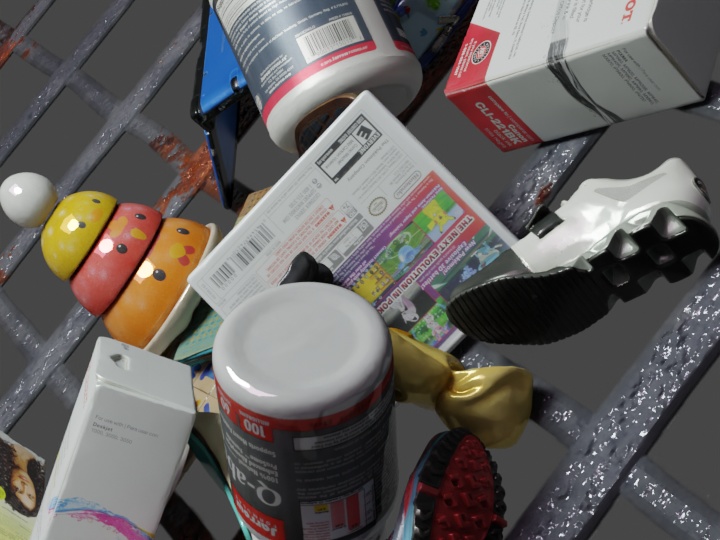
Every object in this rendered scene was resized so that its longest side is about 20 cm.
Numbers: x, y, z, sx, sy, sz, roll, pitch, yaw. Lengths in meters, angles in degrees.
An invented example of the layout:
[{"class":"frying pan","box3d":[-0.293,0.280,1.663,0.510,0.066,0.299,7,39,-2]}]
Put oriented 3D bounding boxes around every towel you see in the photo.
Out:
[{"class":"towel","box3d":[-0.079,-0.006,1.447,0.146,0.022,0.201,-15,41,41]}]

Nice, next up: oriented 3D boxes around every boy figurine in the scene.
[{"class":"boy figurine","box3d":[0.028,0.058,1.140,0.199,0.124,0.065,27,86,26]}]

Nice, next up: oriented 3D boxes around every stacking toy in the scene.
[{"class":"stacking toy","box3d":[-0.236,-0.020,1.469,0.146,0.199,0.146,-53,15,21]}]

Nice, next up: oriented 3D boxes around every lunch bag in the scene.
[{"class":"lunch bag","box3d":[0.029,-0.264,1.529,0.161,0.082,0.200,-54,32,-3]}]

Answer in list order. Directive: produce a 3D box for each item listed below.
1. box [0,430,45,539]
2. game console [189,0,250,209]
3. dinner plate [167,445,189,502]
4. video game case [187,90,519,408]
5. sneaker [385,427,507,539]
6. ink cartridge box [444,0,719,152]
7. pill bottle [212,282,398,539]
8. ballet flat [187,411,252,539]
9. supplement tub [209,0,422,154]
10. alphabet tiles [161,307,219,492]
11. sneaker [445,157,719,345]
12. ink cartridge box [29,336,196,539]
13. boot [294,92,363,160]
[{"class":"box","box3d":[-0.325,0.233,1.465,0.050,0.075,0.200,-38,35,19]},{"class":"game console","box3d":[-0.098,-0.191,1.584,0.170,0.118,0.201,-30,38,25]},{"class":"dinner plate","box3d":[-0.220,0.175,1.431,0.200,0.024,0.201,-33,39,31]},{"class":"video game case","box3d":[0.000,0.000,1.224,0.200,0.182,0.023,-46,-6,6]},{"class":"sneaker","box3d":[0.026,0.192,1.065,0.095,0.079,0.201,-14,47,47]},{"class":"ink cartridge box","box3d":[0.180,-0.188,1.259,0.199,0.084,0.145,-12,47,46]},{"class":"pill bottle","box3d":[-0.032,0.116,1.087,0.115,0.201,0.116,-2,41,2]},{"class":"ballet flat","box3d":[-0.083,0.156,1.264,0.070,0.069,0.200,-48,34,3]},{"class":"supplement tub","box3d":[-0.046,-0.214,1.386,0.140,0.140,0.201,-32,73,26]},{"class":"alphabet tiles","box3d":[-0.156,0.100,1.454,0.201,0.008,0.167,-57,32,-10]},{"class":"sneaker","box3d":[0.150,-0.014,1.133,0.199,0.074,0.089,-23,40,22]},{"class":"ink cartridge box","box3d":[-0.196,0.168,1.266,0.145,0.084,0.201,-124,52,-76]},{"class":"boot","box3d":[0.000,-0.107,1.338,0.097,0.075,0.200,-39,-8,-26]}]
